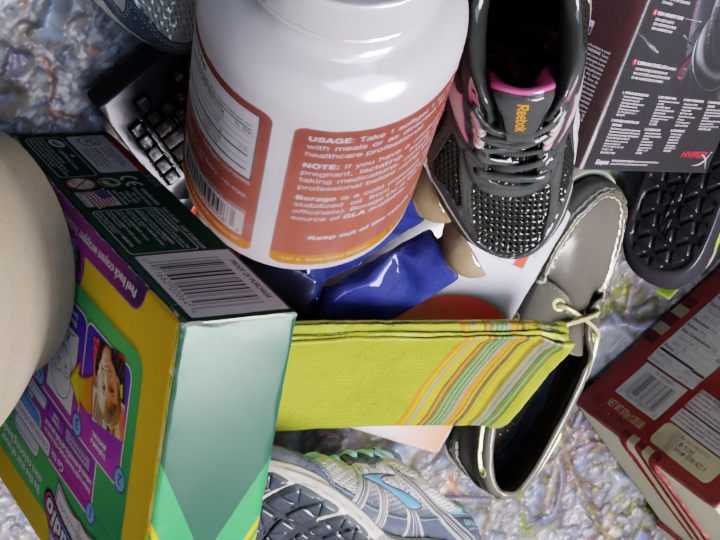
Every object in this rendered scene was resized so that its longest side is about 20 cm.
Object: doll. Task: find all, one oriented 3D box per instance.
[{"bbox_3d":[-0.043,0.016,0.847,0.200,0.049,0.137,-30,123,4],"label":"doll"}]

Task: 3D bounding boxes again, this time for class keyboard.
[{"bbox_3d":[-0.045,-0.135,0.803,0.200,0.021,0.127,-40,122,-8],"label":"keyboard"}]

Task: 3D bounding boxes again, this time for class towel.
[{"bbox_3d":[0.014,0.059,0.871,0.200,0.018,0.086,1,137,-32],"label":"towel"}]

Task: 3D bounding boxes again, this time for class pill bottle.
[{"bbox_3d":[-0.016,-0.090,0.706,0.112,0.112,0.200,-22,160,-19],"label":"pill bottle"}]

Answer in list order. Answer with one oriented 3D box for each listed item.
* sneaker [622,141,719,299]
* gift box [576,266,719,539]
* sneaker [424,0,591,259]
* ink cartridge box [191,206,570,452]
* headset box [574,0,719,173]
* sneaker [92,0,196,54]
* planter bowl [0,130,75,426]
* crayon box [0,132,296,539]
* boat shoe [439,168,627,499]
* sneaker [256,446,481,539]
[{"bbox_3d":[0.215,-0.077,0.982,0.200,0.072,0.083,-62,154,11],"label":"sneaker"},{"bbox_3d":[0.256,0.125,1.036,0.200,0.185,0.187,-40,120,-1],"label":"gift box"},{"bbox_3d":[0.064,-0.082,0.738,0.080,0.086,0.200,-5,127,2],"label":"sneaker"},{"bbox_3d":[0.000,0.000,0.892,0.200,0.050,0.162,20,104,-39],"label":"ink cartridge box"},{"bbox_3d":[0.158,-0.155,0.856,0.148,0.075,0.200,-5,120,-53],"label":"headset box"},{"bbox_3d":[-0.096,-0.180,0.703,0.077,0.086,0.200,-21,118,-13],"label":"sneaker"},{"bbox_3d":[-0.207,0.004,0.697,0.135,0.200,0.201,-20,128,-49],"label":"planter bowl"},{"bbox_3d":[-0.110,0.054,0.759,0.058,0.200,0.173,-5,118,-31],"label":"crayon box"},{"bbox_3d":[0.110,0.038,0.970,0.072,0.060,0.202,13,108,-33],"label":"boat shoe"},{"bbox_3d":[-0.008,0.132,0.888,0.078,0.086,0.200,-35,131,26],"label":"sneaker"}]
